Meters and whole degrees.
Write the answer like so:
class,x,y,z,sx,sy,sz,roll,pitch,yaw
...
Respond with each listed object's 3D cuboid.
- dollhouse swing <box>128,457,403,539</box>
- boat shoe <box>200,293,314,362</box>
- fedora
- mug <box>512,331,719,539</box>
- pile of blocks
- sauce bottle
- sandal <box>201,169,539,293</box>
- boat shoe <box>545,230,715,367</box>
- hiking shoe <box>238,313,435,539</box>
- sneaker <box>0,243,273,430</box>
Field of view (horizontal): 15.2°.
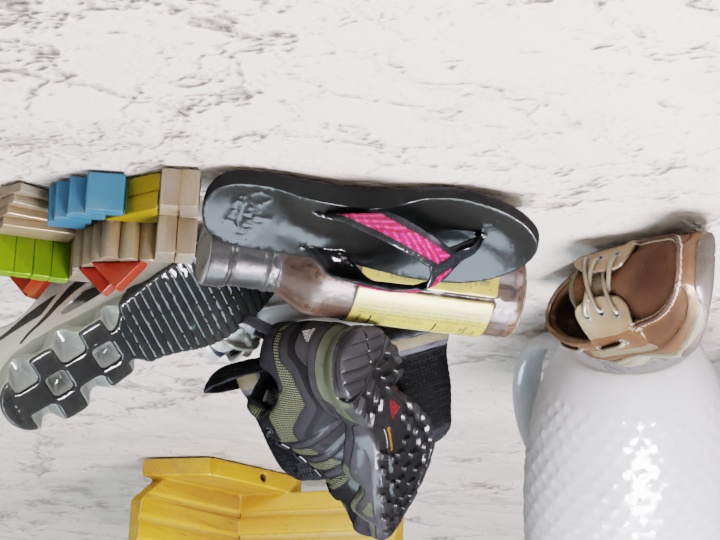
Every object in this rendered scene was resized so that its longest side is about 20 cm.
class,x,y,z,sx,sy,sz,roll,pitch,yaw
dollhouse swing,-0.086,0.273,2.425,0.176,0.200,0.182,-10,160,42
boat shoe,-0.090,0.027,1.761,0.200,0.066,0.072,0,165,10
fedora,-0.003,0.087,1.815,0.201,0.092,0.201,-15,179,0
mug,0.171,0.117,1.866,0.148,0.175,0.200,-18,-149,-27
pile of blocks,-0.171,-0.016,1.622,0.082,0.062,0.200,16,160,-40
sauce bottle,0.000,0.000,1.651,0.200,0.065,0.065,9,164,-16
sandal,0.005,-0.015,1.581,0.200,0.045,0.075,7,136,-8
boat shoe,0.166,0.019,1.674,0.072,0.076,0.200,8,163,-11
hiking shoe,-0.017,0.093,1.712,0.101,0.076,0.200,18,144,26
sneaker,-0.149,0.018,1.705,0.200,0.089,0.074,-25,128,-7
